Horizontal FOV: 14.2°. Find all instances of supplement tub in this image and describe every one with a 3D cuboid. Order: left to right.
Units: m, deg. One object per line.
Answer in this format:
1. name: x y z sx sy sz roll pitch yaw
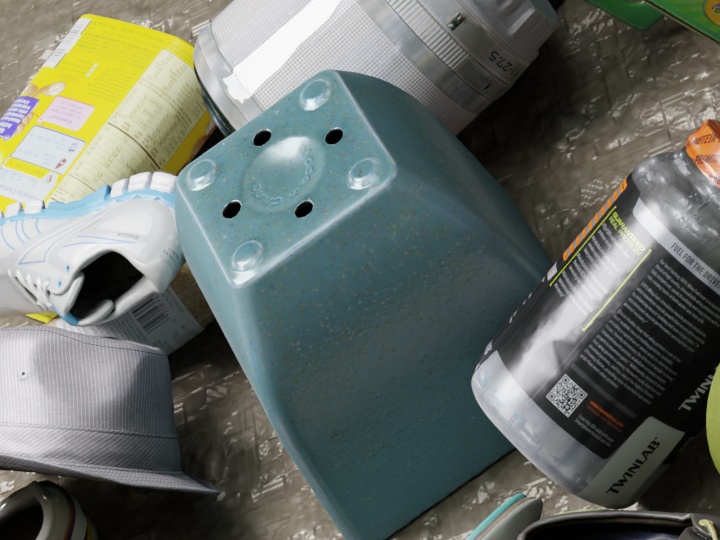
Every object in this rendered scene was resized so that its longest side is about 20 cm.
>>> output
1. supplement tub: 0.164 0.023 1.595 0.200 0.122 0.123 -51 41 16

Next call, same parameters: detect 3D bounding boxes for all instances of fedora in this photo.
1. fedora: -0.179 0.082 1.761 0.199 0.176 0.091 3 85 36

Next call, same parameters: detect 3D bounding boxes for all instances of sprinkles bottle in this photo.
1. sprinkles bottle: -0.159 0.041 1.871 0.200 0.068 0.068 -36 43 2

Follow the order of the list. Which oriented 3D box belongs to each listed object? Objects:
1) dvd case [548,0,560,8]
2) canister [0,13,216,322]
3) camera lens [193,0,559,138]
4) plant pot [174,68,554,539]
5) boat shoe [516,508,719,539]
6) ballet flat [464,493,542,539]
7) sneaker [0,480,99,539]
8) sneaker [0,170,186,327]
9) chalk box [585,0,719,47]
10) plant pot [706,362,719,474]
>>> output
1. dvd case: 0.048 -0.191 1.963 0.200 0.018 0.143 25 72 43
2. canister: -0.194 -0.072 1.977 0.148 0.087 0.200 18 65 43
3. camera lens: 0.006 -0.142 1.828 0.200 0.160 0.160 -42 42 12
4. plant pot: 0.000 0.000 1.704 0.195 0.200 0.197 -34 44 3
5. boat shoe: 0.177 0.165 1.549 0.200 0.061 0.072 -2 53 32
6. ballet flat: 0.043 0.212 1.610 0.200 0.067 0.064 -43 71 -4
7. sneaker: -0.253 0.203 1.770 0.200 0.090 0.075 -45 65 -7
8. sneaker: -0.184 0.001 1.807 0.199 0.075 0.087 -19 36 38
9. chalk box: 0.210 -0.226 1.771 0.200 0.124 0.124 -53 25 27
10. plant pot: 0.281 0.085 1.475 0.199 0.187 0.188 7 59 47
